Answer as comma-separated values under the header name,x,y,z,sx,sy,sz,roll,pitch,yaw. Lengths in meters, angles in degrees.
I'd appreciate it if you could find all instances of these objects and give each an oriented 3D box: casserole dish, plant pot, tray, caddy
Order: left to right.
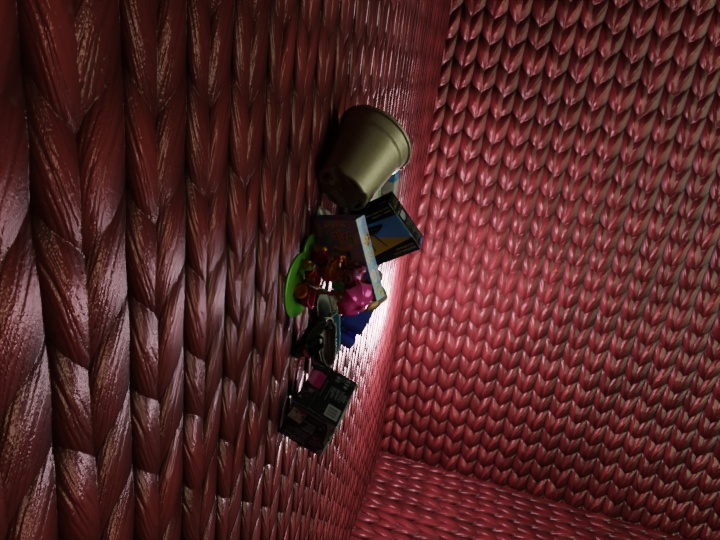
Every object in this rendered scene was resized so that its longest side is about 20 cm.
name,x,y,z,sx,sy,sz,roll,pitch,yaw
tray,-0.103,-0.053,1.387,0.107,0.022,0.204,10,91,-78
casserole dish,-0.102,0.199,1.551,0.121,0.038,0.203,-47,149,-42
caddy,-0.032,0.147,1.731,0.142,0.104,0.201,-57,-179,30
plant pot,-0.005,-0.253,1.321,0.185,0.197,0.202,-58,160,-27

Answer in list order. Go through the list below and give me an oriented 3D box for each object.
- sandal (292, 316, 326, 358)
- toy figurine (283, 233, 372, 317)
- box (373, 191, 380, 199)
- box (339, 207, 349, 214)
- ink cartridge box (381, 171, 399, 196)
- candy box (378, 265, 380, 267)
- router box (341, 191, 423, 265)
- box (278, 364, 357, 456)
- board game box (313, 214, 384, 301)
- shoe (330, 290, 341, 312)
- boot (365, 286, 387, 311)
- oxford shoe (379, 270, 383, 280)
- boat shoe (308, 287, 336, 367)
name,x,y,z,sx,sy,sz,roll,pitch,yaw
sandal,-0.116,0.176,1.330,0.075,0.045,0.201,-33,166,-29
toy figurine,-0.055,0.026,1.258,0.151,0.180,0.203,65,39,-62
box,0.018,-0.178,1.611,0.146,0.036,0.202,90,19,-49
box,-0.010,-0.235,1.610,0.200,0.047,0.197,-49,146,-67
ink cartridge box,0.056,-0.236,1.749,0.068,0.114,0.204,-56,154,-60
candy box,0.000,0.000,1.586,0.200,0.026,0.104,-50,146,-43
router box,0.035,-0.090,1.356,0.150,0.198,0.052,50,40,-25
box,-0.106,0.357,1.443,0.116,0.131,0.200,-62,177,26
board game box,-0.028,-0.032,1.313,0.036,0.150,0.204,-30,114,-38
shoe,-0.069,0.096,1.619,0.200,0.052,0.071,-13,114,-78
boot,-0.006,0.031,1.686,0.074,0.202,0.154,-42,167,31
oxford shoe,0.027,0.032,1.542,0.199,0.072,0.073,-13,115,-64
boat shoe,-0.094,0.148,1.432,0.073,0.060,0.205,3,91,-37
